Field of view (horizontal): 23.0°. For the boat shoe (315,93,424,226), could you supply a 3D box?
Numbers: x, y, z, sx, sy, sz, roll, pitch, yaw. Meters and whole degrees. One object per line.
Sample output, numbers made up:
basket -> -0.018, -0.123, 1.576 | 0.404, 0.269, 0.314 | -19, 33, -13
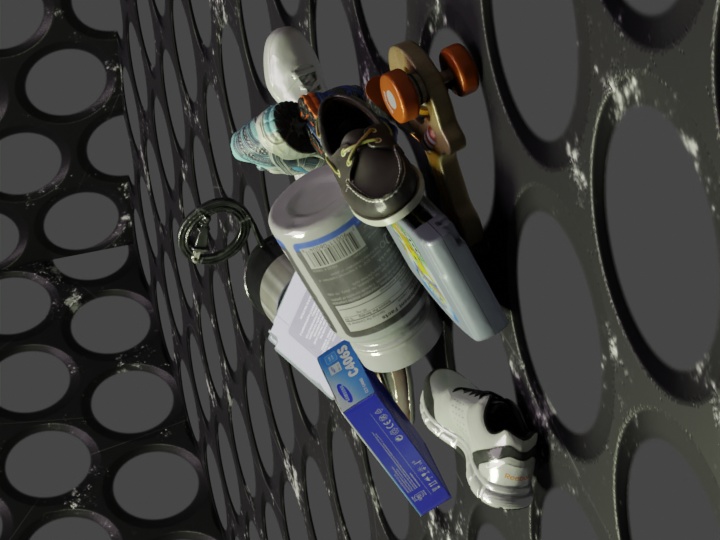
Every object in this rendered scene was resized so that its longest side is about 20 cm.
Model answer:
boat shoe -> 0.002, -0.104, 1.619 | 0.061, 0.072, 0.201 | 55, -179, -29

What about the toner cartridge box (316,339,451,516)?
toner cartridge box -> 0.027, 0.170, 1.896 | 0.200, 0.043, 0.095 | 55, -176, -40

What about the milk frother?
milk frother -> -0.112, 0.004, 2.185 | 0.188, 0.199, 0.182 | -141, 46, -69

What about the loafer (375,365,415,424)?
loafer -> 0.016, 0.083, 2.002 | 0.072, 0.062, 0.201 | -162, 62, -74

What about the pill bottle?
pill bottle -> 0.000, 0.000, 1.784 | 0.201, 0.113, 0.114 | 60, 178, -31

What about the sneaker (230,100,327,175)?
sneaker -> -0.070, -0.141, 1.953 | 0.200, 0.086, 0.078 | 12, -117, -58

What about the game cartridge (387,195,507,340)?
game cartridge -> 0.068, -0.015, 1.636 | 0.134, 0.040, 0.200 | 55, 177, -28

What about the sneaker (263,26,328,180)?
sneaker -> -0.053, -0.194, 2.085 | 0.088, 0.075, 0.201 | -7, 100, 64

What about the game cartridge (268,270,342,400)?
game cartridge -> -0.020, 0.039, 1.955 | 0.133, 0.040, 0.201 | 42, 126, 24

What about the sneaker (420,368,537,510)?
sneaker -> 0.117, 0.139, 1.653 | 0.200, 0.073, 0.080 | -129, 45, -55

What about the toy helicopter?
toy helicopter -> 0.066, -0.115, 1.621 | 0.132, 0.079, 0.201 | 29, 141, 65

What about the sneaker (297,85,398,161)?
sneaker -> 0.014, -0.120, 1.834 | 0.200, 0.078, 0.075 | 55, 164, 18
